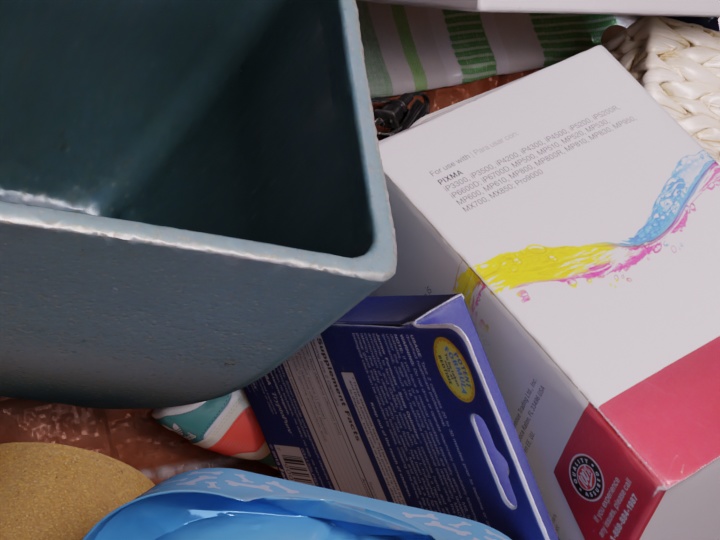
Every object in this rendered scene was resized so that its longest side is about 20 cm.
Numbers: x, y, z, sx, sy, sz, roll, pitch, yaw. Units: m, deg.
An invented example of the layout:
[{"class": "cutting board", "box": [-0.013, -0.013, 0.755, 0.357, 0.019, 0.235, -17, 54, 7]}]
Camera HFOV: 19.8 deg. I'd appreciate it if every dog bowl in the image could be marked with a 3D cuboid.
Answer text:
[{"class": "dog bowl", "box": [-0.013, 0.137, 0.793, 0.199, 0.050, 0.112, 12, 108, 4]}]

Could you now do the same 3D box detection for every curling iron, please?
[{"class": "curling iron", "box": [0.000, 0.000, 1.036, 0.050, 0.025, 0.201, 35, 65, -53]}]

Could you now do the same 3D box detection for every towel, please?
[{"class": "towel", "box": [0.059, -0.178, 1.107, 0.199, 0.023, 0.153, -12, 83, -25]}]

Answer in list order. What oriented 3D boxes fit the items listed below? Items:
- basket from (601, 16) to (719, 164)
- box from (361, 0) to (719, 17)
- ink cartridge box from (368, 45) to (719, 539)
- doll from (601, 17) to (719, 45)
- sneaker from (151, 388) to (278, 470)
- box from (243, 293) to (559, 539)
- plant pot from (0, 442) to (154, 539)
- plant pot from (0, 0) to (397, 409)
[{"class": "basket", "box": [0.196, -0.041, 1.071, 0.199, 0.136, 0.124, 11, 72, -21]}, {"class": "box", "box": [0.102, -0.172, 0.979, 0.200, 0.124, 0.098, -3, 101, -34]}, {"class": "ink cartridge box", "box": [0.097, 0.031, 0.903, 0.144, 0.145, 0.200, -26, 62, -29]}, {"class": "doll", "box": [0.176, -0.165, 1.116, 0.136, 0.048, 0.200, -45, 102, -21]}, {"class": "sneaker", "box": [-0.051, -0.006, 0.994, 0.093, 0.070, 0.200, 14, 75, -25]}, {"class": "box", "box": [0.018, 0.070, 0.876, 0.032, 0.200, 0.121, -29, 104, -28]}, {"class": "plant pot", "box": [-0.143, 0.181, 0.868, 0.186, 0.186, 0.200, 17, 59, -18]}, {"class": "plant pot", "box": [-0.126, -0.040, 0.885, 0.195, 0.200, 0.197, 9, 54, -27]}]
